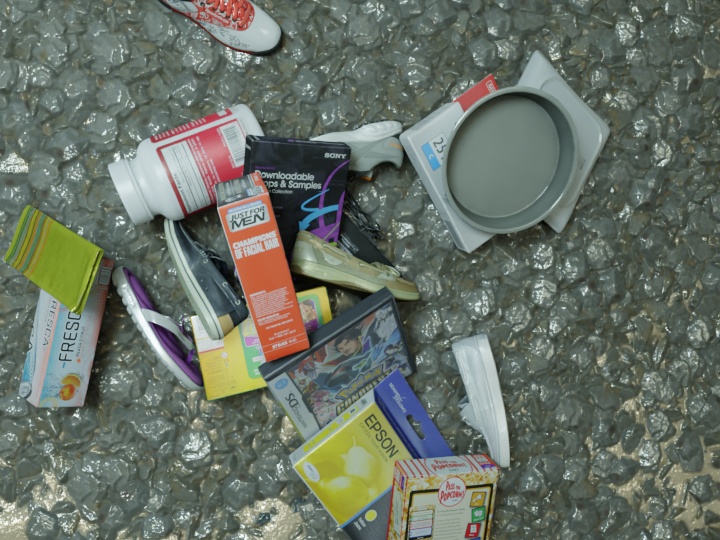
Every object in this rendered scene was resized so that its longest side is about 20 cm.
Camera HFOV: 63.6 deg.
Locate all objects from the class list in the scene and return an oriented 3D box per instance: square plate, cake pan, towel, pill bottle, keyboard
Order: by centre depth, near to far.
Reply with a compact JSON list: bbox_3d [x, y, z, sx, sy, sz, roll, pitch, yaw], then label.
[{"bbox_3d":[-0.397,-0.018,0.743,0.198,0.018,0.087,23,94,35],"label":"towel"},{"bbox_3d":[-0.225,-0.137,0.781,0.198,0.112,0.114,-25,94,-14],"label":"pill bottle"},{"bbox_3d":[0.205,-0.153,0.811,0.196,0.037,0.204,-3,113,-7],"label":"cake pan"},{"bbox_3d":[-0.014,-0.046,0.871,0.104,0.040,0.200,-41,98,17],"label":"keyboard"},{"bbox_3d":[0.292,-0.193,0.881,0.197,0.028,0.202,34,79,-24],"label":"square plate"}]

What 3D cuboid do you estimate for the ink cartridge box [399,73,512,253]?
[{"bbox_3d":[0.178,-0.159,0.865,0.175,0.045,0.202,-35,110,-7],"label":"ink cartridge box"}]

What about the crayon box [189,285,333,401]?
[{"bbox_3d":[-0.132,0.100,0.831,0.196,0.058,0.121,-12,92,-9],"label":"crayon box"}]

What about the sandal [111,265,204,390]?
[{"bbox_3d":[-0.268,0.075,0.797,0.049,0.082,0.204,-34,94,-3],"label":"sandal"}]

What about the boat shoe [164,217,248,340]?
[{"bbox_3d":[-0.213,0.003,0.790,0.062,0.075,0.201,-25,62,-22],"label":"boat shoe"}]

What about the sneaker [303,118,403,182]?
[{"bbox_3d":[-0.027,-0.163,0.844,0.197,0.074,0.081,-14,97,-9],"label":"sneaker"}]

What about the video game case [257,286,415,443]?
[{"bbox_3d":[-0.022,0.138,0.805,0.198,0.026,0.182,-31,136,-11],"label":"video game case"}]

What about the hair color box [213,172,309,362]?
[{"bbox_3d":[-0.121,-0.006,0.716,0.063,0.111,0.203,-17,115,-9],"label":"hair color box"}]

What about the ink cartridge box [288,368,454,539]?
[{"bbox_3d":[0.030,0.282,0.845,0.199,0.047,0.199,-36,108,-6],"label":"ink cartridge box"}]

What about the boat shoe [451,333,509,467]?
[{"bbox_3d":[0.182,0.200,0.880,0.067,0.072,0.204,-12,99,13],"label":"boat shoe"}]

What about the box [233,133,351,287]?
[{"bbox_3d":[-0.094,-0.077,0.791,0.141,0.036,0.203,-3,114,-28],"label":"box"}]

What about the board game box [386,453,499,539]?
[{"bbox_3d":[0.116,0.375,0.846,0.149,0.046,0.204,3,101,-19],"label":"board game box"}]

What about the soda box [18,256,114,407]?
[{"bbox_3d":[-0.392,0.075,0.775,0.063,0.068,0.204,15,86,-50],"label":"soda box"}]

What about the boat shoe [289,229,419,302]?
[{"bbox_3d":[-0.002,0.000,0.809,0.198,0.073,0.064,15,79,-20],"label":"boat shoe"}]

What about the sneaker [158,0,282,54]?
[{"bbox_3d":[-0.201,-0.371,0.797,0.199,0.108,0.068,26,86,-8],"label":"sneaker"}]
